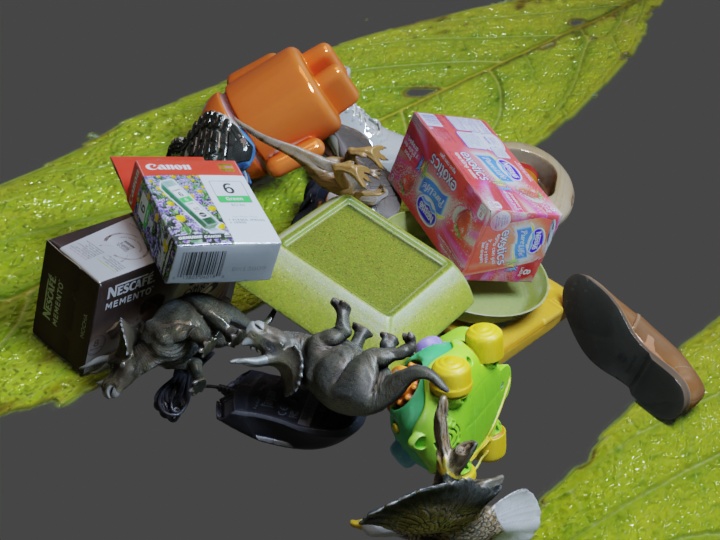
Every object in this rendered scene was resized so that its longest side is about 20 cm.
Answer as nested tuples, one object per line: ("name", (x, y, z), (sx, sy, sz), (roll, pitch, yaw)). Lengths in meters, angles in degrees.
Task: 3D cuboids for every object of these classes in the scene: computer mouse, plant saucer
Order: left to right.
("computer mouse", (-0.089, 0.115, 1.431), (0.198, 0.046, 0.141), (7, 37, 5))
("plant saucer", (0.000, 0.000, 1.513), (0.199, 0.048, 0.200), (33, 37, 15))
("plant saucer", (0.110, 0.000, 1.649), (0.198, 0.031, 0.201), (13, 33, -8))

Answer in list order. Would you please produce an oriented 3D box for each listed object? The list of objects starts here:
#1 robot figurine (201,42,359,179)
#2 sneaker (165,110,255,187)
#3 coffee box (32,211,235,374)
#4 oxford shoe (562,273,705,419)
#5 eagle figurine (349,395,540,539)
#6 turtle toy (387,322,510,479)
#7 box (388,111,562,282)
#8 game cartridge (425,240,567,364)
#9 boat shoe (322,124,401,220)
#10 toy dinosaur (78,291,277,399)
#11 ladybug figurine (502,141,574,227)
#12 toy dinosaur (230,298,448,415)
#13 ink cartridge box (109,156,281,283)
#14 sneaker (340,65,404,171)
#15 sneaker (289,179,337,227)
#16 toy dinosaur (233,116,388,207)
("robot figurine", (-0.102, -0.183, 1.750), (0.144, 0.199, 0.117), (59, 6, -2))
("sneaker", (-0.152, -0.119, 1.644), (0.089, 0.079, 0.200), (19, -11, -22))
("coffee box", (-0.214, 0.008, 1.464), (0.080, 0.114, 0.199), (36, 37, 27))
("oxford shoe", (0.299, 0.080, 1.645), (0.071, 0.072, 0.200), (-13, 55, -45))
("eagle figurine", (0.058, 0.224, 1.257), (0.152, 0.150, 0.200), (55, 18, -9))
("turtle toy", (0.086, 0.119, 1.437), (0.100, 0.147, 0.200), (9, 26, 26))
("box", (0.124, -0.083, 1.660), (0.102, 0.095, 0.200), (2, 36, -30))
("game cartridge", (0.126, 0.026, 1.672), (0.176, 0.033, 0.200), (33, 37, 22))
("boat shoe", (-0.008, -0.099, 1.758), (0.075, 0.072, 0.200), (22, 24, -26))
("toy dinosaur", (-0.158, 0.054, 1.406), (0.102, 0.077, 0.200), (34, 49, 27))
("ladybug figurine", (0.191, -0.089, 1.833), (0.135, 0.072, 0.200), (20, 32, 4))
("toy dinosaur", (-0.008, 0.092, 1.355), (0.199, 0.077, 0.103), (25, 71, 25))
("ink cartridge box", (-0.164, -0.069, 1.448), (0.108, 0.051, 0.200), (-2, 41, -29))
("sneaker", (-0.012, -0.193, 1.853), (0.198, 0.116, 0.074), (10, 32, -15))
("sneaker", (-0.046, -0.044, 1.651), (0.079, 0.079, 0.200), (-2, 33, -18))
("toy dinosaur", (-0.034, -0.106, 1.584), (0.200, 0.106, 0.061), (32, 58, -38))
